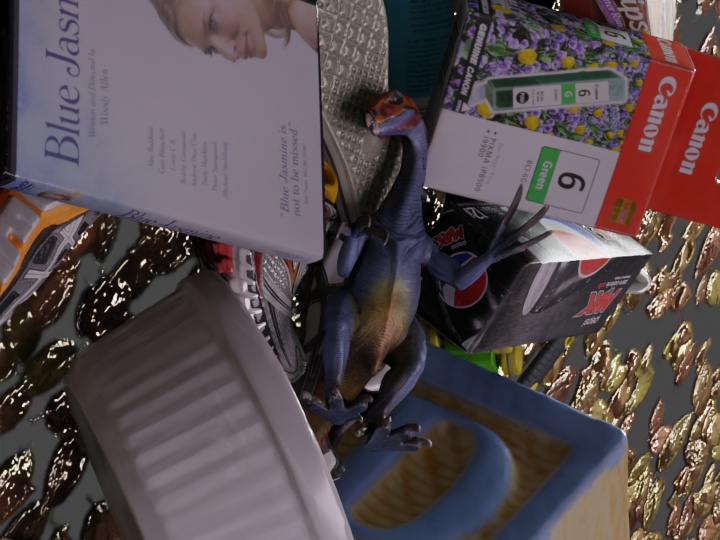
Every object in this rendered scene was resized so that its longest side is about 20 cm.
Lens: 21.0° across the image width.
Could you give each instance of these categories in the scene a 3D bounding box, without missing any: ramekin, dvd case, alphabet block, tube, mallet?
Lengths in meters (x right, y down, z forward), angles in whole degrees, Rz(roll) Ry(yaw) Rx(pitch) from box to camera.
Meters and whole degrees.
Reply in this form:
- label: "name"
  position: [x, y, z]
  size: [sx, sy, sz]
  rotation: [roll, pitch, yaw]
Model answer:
- label: "ramekin"
  position: [-0.080, 0.110, 1.008]
  size: [0.094, 0.202, 0.203]
  rotation: [-24, 134, -13]
- label: "dvd case"
  position: [-0.091, -0.090, 0.923]
  size: [0.200, 0.018, 0.143]
  rotation: [14, 68, -45]
- label: "alphabet block"
  position: [0.044, 0.193, 1.239]
  size: [0.195, 0.196, 0.200]
  rotation: [-41, 140, -33]
- label: "tube"
  position: [0.031, -0.153, 1.146]
  size: [0.077, 0.050, 0.201]
  rotation: [-29, 128, -59]
- label: "mallet"
  position: [0.107, 0.112, 1.437]
  size: [0.200, 0.041, 0.066]
  rotation: [-42, 139, -41]

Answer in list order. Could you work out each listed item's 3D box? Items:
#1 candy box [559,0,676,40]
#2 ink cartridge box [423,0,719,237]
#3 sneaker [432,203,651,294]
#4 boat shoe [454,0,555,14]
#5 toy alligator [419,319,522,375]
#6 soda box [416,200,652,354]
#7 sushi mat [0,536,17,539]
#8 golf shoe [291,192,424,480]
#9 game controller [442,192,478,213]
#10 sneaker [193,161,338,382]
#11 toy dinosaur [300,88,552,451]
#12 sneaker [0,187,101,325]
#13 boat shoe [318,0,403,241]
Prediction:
- label: "candy box"
  position: [0.162, -0.177, 1.216]
  size: [0.200, 0.056, 0.117]
  rotation: [-66, 148, -60]
- label: "ink cartridge box"
  position: [0.141, -0.082, 1.120]
  size: [0.050, 0.199, 0.109]
  rotation: [-89, -165, -65]
- label: "sneaker"
  position: [0.130, -0.014, 1.335]
  size: [0.200, 0.088, 0.075]
  rotation: [6, 107, -51]
- label: "boat shoe"
  position: [0.088, -0.171, 1.163]
  size: [0.200, 0.056, 0.069]
  rotation: [68, 28, -66]
- label: "toy alligator"
  position: [0.069, 0.028, 1.293]
  size: [0.200, 0.059, 0.054]
  rotation: [59, 29, -63]
- label: "soda box"
  position: [0.104, 0.000, 1.193]
  size: [0.071, 0.063, 0.200]
  rotation: [-57, 157, 19]
- label: "sushi mat"
  position: [-0.165, 0.208, 1.105]
  size: [0.200, 0.012, 0.096]
  rotation: [31, 82, -59]
- label: "golf shoe"
  position: [0.000, 0.039, 1.166]
  size: [0.200, 0.094, 0.078]
  rotation: [-59, 154, -13]
- label: "game controller"
  position: [0.098, -0.081, 1.251]
  size: [0.200, 0.042, 0.104]
  rotation: [-52, 167, -43]
- label: "sneaker"
  position: [-0.046, -0.017, 1.056]
  size: [0.082, 0.078, 0.200]
  rotation: [-17, 131, -14]
- label: "toy dinosaur"
  position: [0.000, 0.000, 1.064]
  size: [0.105, 0.200, 0.182]
  rotation: [24, 54, -34]
- label: "sneaker"
  position: [-0.166, -0.027, 0.914]
  size: [0.200, 0.078, 0.077]
  rotation: [-47, 172, -38]
- label: "boat shoe"
  position: [-0.019, -0.100, 1.088]
  size: [0.075, 0.062, 0.201]
  rotation: [-38, 129, -33]
